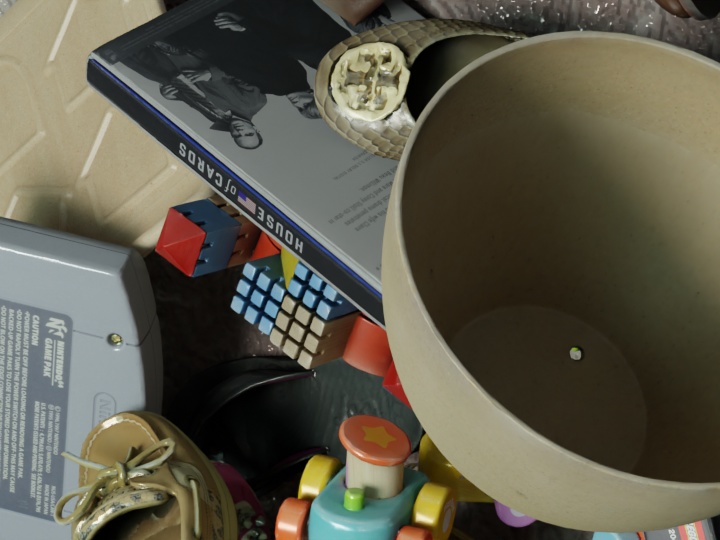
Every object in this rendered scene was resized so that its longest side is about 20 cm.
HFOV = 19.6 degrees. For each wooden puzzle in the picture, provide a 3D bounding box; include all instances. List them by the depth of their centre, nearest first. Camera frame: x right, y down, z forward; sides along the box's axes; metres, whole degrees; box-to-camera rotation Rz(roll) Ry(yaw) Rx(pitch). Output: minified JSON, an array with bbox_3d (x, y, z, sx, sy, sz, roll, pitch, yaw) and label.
[{"bbox_3d":[-0.148,-0.070,1.110,0.185,0.046,0.201,-36,57,34],"label":"wooden puzzle"}]

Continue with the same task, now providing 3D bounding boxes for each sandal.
[{"bbox_3d":[-0.046,0.079,1.083,0.200,0.048,0.076,-20,87,42],"label":"sandal"}]

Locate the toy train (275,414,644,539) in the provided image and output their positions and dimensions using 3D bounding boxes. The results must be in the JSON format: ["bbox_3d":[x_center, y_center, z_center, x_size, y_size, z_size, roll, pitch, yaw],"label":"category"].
[{"bbox_3d":[0.064,0.099,0.933,0.150,0.199,0.056,35,127,53],"label":"toy train"}]

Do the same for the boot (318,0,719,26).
[{"bbox_3d":[0.051,-0.151,0.940,0.199,0.064,0.188,-30,68,30],"label":"boot"}]

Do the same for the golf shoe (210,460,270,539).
[{"bbox_3d":[-0.099,0.169,1.113,0.091,0.075,0.201,42,139,36],"label":"golf shoe"}]

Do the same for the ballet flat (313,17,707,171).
[{"bbox_3d":[0.077,-0.074,0.906,0.198,0.046,0.068,9,84,7],"label":"ballet flat"}]

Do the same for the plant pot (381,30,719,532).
[{"bbox_3d":[0.094,0.025,0.840,0.201,0.200,0.135,51,150,17],"label":"plant pot"}]

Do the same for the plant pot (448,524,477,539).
[{"bbox_3d":[0.023,0.197,0.991,0.200,0.200,0.142,36,91,26],"label":"plant pot"}]

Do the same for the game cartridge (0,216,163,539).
[{"bbox_3d":[-0.168,0.063,1.068,0.132,0.042,0.201,11,125,3],"label":"game cartridge"}]

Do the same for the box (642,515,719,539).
[{"bbox_3d":[0.183,0.182,0.896,0.035,0.110,0.201,-13,92,38],"label":"box"}]

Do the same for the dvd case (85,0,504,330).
[{"bbox_3d":[-0.005,-0.069,0.959,0.200,0.150,0.025,40,142,24],"label":"dvd case"}]

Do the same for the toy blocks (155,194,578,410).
[{"bbox_3d":[0.000,0.000,0.977,0.200,0.136,0.100,36,119,25],"label":"toy blocks"}]

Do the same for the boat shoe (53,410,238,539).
[{"bbox_3d":[-0.095,0.130,0.956,0.073,0.063,0.200,-36,43,7],"label":"boat shoe"}]
